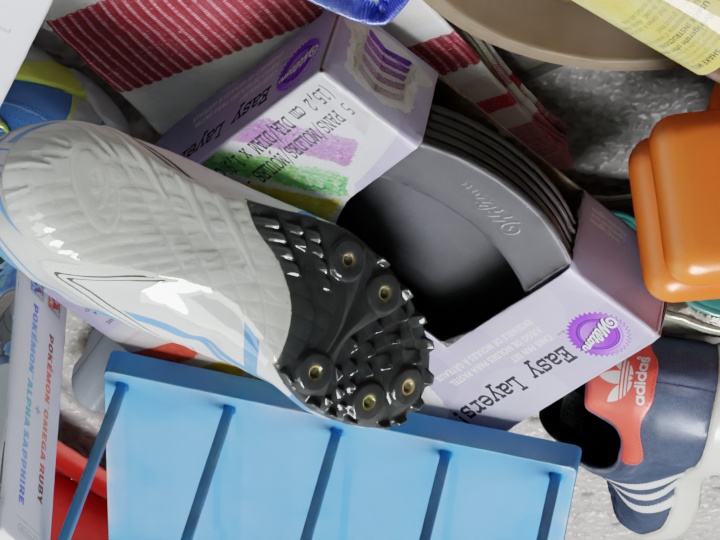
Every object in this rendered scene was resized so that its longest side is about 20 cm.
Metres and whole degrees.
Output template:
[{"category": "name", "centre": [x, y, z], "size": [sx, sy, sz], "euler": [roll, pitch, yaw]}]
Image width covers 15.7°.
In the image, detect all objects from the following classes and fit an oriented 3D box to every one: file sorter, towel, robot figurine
[{"category": "file sorter", "centre": [-0.022, 0.141, 1.089], "size": [0.200, 0.123, 0.139], "euler": [11, 139, 6]}, {"category": "towel", "centre": [-0.023, -0.081, 1.041], "size": [0.144, 0.023, 0.200], "euler": [-18, 139, 27]}, {"category": "robot figurine", "centre": [0.208, -0.033, 1.017], "size": [0.200, 0.117, 0.144], "euler": [-6, 132, -6]}]

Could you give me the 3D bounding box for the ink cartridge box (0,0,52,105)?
[{"category": "ink cartridge box", "centre": [-0.159, -0.114, 0.889], "size": [0.083, 0.145, 0.200], "euler": [12, 142, -20]}]

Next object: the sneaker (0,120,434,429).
[{"category": "sneaker", "centre": [-0.058, 0.000, 1.007], "size": [0.200, 0.072, 0.072], "euler": [29, 170, -21]}]

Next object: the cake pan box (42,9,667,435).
[{"category": "cake pan box", "centre": [0.000, 0.000, 1.063], "size": [0.184, 0.052, 0.200], "euler": [37, 133, -23]}]

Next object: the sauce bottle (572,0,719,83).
[{"category": "sauce bottle", "centre": [0.126, -0.096, 0.895], "size": [0.200, 0.066, 0.066], "euler": [31, 137, -12]}]

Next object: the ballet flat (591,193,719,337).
[{"category": "ballet flat", "centre": [0.126, -0.004, 1.125], "size": [0.200, 0.068, 0.062], "euler": [6, 169, -1]}]

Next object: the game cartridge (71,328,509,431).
[{"category": "game cartridge", "centre": [-0.017, 0.043, 1.201], "size": [0.200, 0.041, 0.133], "euler": [16, 138, -20]}]

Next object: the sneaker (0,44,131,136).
[{"category": "sneaker", "centre": [-0.186, -0.047, 1.017], "size": [0.200, 0.105, 0.076], "euler": [18, 141, -22]}]

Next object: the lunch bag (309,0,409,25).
[{"category": "lunch bag", "centre": [-0.057, -0.190, 0.761], "size": [0.200, 0.170, 0.124], "euler": [16, 138, -20]}]

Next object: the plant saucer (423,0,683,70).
[{"category": "plant saucer", "centre": [0.104, -0.145, 0.943], "size": [0.200, 0.029, 0.200], "euler": [0, 144, 0]}]

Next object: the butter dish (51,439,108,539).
[{"category": "butter dish", "centre": [-0.192, 0.182, 1.298], "size": [0.200, 0.148, 0.199], "euler": [-24, 138, 30]}]

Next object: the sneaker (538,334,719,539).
[{"category": "sneaker", "centre": [0.120, 0.070, 1.187], "size": [0.084, 0.075, 0.200], "euler": [10, 160, -1]}]

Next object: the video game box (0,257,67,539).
[{"category": "video game box", "centre": [-0.219, 0.060, 1.101], "size": [0.200, 0.182, 0.047], "euler": [-15, 145, 21]}]
